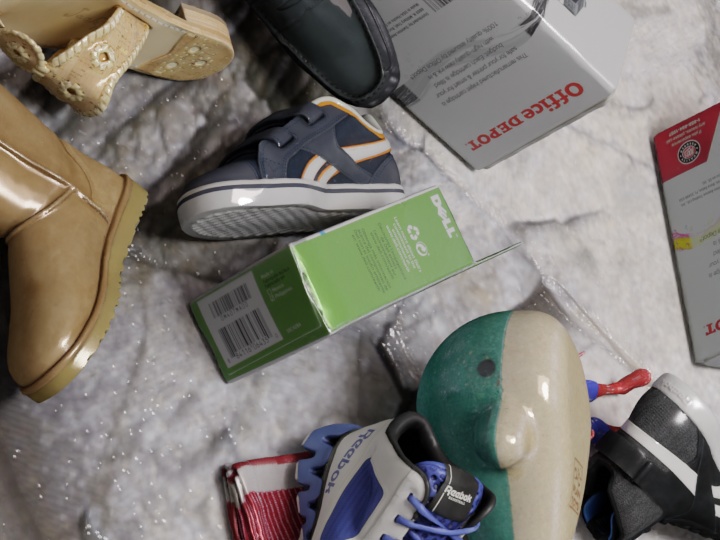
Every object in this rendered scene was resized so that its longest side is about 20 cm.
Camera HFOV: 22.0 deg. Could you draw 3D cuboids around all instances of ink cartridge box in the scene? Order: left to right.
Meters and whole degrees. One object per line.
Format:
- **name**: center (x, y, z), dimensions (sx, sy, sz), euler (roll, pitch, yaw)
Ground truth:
- **ink cartridge box**: center (0.000, 0.000, 1.172), dimensions (0.200, 0.104, 0.060), euler (-24, 88, -46)
- **ink cartridge box**: center (0.072, -0.182, 1.298), dimensions (0.200, 0.144, 0.084), euler (41, 48, -21)
- **ink cartridge box**: center (0.324, -0.035, 1.460), dimensions (0.083, 0.145, 0.201), euler (11, 63, -41)

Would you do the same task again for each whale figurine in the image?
- **whale figurine**: center (0.085, 0.125, 1.155), dimensions (0.159, 0.103, 0.201), euler (46, 45, -66)

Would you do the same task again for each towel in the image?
- **towel**: center (-0.004, 0.205, 1.127), dimensions (0.144, 0.023, 0.201), euler (-3, 72, -44)

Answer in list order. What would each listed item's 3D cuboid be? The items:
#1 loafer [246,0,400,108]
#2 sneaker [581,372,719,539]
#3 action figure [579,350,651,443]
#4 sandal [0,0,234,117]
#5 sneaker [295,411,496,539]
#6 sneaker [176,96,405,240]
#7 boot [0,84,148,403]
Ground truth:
- **loafer**: center (-0.050, -0.189, 1.225), dimensions (0.201, 0.068, 0.070), euler (53, 18, 9)
- **sneaker**: center (0.213, 0.164, 1.324), dimensions (0.112, 0.073, 0.200), euler (-41, 134, -7)
- **action figure**: center (0.135, 0.095, 1.294), dimensions (0.199, 0.052, 0.066), euler (1, 73, -40)
- **sandal**: center (-0.153, -0.125, 1.111), dimensions (0.211, 0.078, 0.070), euler (5, 61, -47)
- **sneaker**: center (0.016, 0.163, 1.069), dimensions (0.080, 0.115, 0.200), euler (24, 53, -34)
- **sneaker**: center (-0.050, -0.065, 1.178), dimensions (0.200, 0.078, 0.080), euler (-4, 77, -56)
- **boot**: center (-0.223, -0.042, 1.019), dimensions (0.200, 0.066, 0.176), euler (38, 37, -25)
